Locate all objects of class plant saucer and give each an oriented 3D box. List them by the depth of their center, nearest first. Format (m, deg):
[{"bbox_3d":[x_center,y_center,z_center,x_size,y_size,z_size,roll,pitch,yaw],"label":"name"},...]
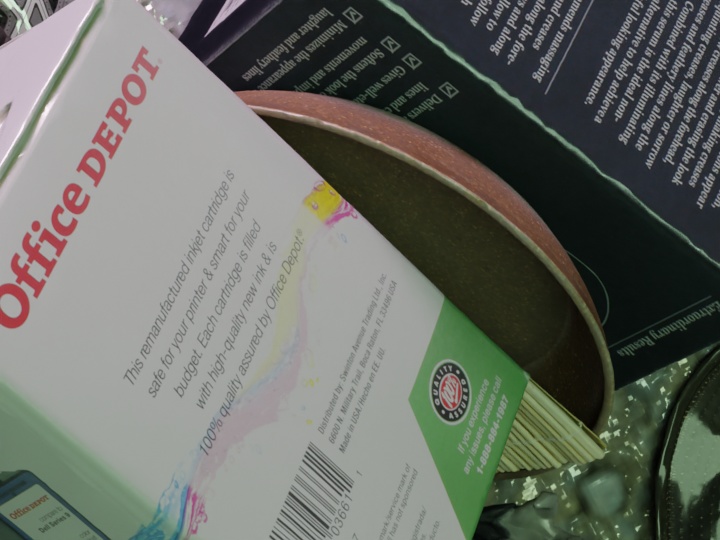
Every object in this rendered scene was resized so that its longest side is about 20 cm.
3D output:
[{"bbox_3d":[0.000,0.000,0.906,0.200,0.200,0.037,37,57,-14],"label":"plant saucer"}]

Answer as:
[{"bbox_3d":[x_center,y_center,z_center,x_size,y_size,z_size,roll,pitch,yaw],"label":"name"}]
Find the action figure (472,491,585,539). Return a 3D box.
[{"bbox_3d":[0.037,0.131,0.913,0.200,0.102,0.119,26,76,-32],"label":"action figure"}]

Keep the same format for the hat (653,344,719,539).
[{"bbox_3d":[0.220,0.101,1.029,0.200,0.081,0.201,-1,95,-15],"label":"hat"}]

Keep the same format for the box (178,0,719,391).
[{"bbox_3d":[0.049,-0.056,0.924,0.200,0.148,0.107,38,56,-14],"label":"box"}]

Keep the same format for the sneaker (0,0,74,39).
[{"bbox_3d":[-0.137,-0.102,0.930,0.077,0.078,0.200,-22,102,-27],"label":"sneaker"}]

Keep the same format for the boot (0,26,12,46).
[{"bbox_3d":[-0.160,0.027,0.875,0.073,0.150,0.200,-10,83,-53],"label":"boot"}]

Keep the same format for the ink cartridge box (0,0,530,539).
[{"bbox_3d":[-0.058,0.034,0.798,0.200,0.087,0.145,44,47,-25],"label":"ink cartridge box"}]

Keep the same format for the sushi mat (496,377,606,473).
[{"bbox_3d":[-0.011,0.011,0.884,0.200,0.096,0.012,42,55,-22],"label":"sushi mat"}]
